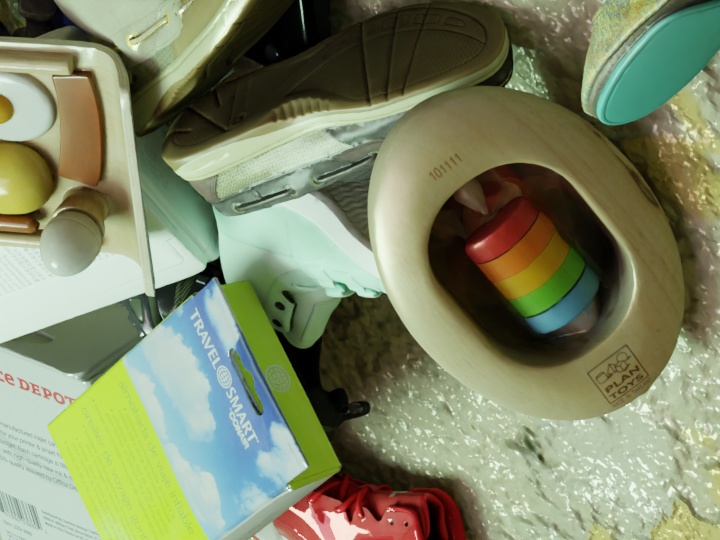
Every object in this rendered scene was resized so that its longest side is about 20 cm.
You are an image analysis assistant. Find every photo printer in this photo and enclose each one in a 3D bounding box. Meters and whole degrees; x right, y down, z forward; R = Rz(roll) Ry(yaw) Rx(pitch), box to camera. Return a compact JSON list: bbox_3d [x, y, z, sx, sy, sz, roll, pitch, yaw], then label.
[{"bbox_3d":[-0.200,-0.040,1.478,0.200,0.070,0.166,-19,129,27],"label":"photo printer"}]

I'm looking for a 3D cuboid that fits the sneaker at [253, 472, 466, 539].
[{"bbox_3d":[-0.007,0.131,1.550,0.200,0.078,0.116,48,129,1],"label":"sneaker"}]

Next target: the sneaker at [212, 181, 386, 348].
[{"bbox_3d":[0.000,0.000,1.412,0.200,0.074,0.118,29,138,34],"label":"sneaker"}]

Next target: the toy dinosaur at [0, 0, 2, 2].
[{"bbox_3d":[-0.260,-0.227,1.485,0.101,0.058,0.200,30,166,38],"label":"toy dinosaur"}]

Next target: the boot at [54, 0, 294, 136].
[{"bbox_3d":[-0.111,-0.170,1.321,0.155,0.072,0.200,52,147,1],"label":"boot"}]

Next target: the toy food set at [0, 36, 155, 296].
[{"bbox_3d":[-0.210,-0.051,1.377,0.200,0.060,0.144,4,133,9],"label":"toy food set"}]

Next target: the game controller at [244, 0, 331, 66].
[{"bbox_3d":[-0.064,-0.196,1.341,0.104,0.042,0.200,20,133,36],"label":"game controller"}]

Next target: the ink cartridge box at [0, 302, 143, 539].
[{"bbox_3d":[-0.177,0.113,1.687,0.146,0.084,0.200,18,132,38],"label":"ink cartridge box"}]

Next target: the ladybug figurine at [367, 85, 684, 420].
[{"bbox_3d":[0.079,-0.011,1.281,0.200,0.136,0.072,52,-176,-25],"label":"ladybug figurine"}]

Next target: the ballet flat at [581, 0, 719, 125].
[{"bbox_3d":[0.148,-0.141,1.149,0.071,0.071,0.200,47,144,7],"label":"ballet flat"}]

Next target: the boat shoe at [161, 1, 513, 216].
[{"bbox_3d":[-0.005,-0.080,1.332,0.200,0.073,0.065,-15,132,28],"label":"boat shoe"}]

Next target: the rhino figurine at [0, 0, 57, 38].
[{"bbox_3d":[-0.259,-0.137,1.495,0.200,0.060,0.087,17,149,-5],"label":"rhino figurine"}]

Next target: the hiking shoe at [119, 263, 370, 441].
[{"bbox_3d":[-0.068,0.029,1.522,0.101,0.076,0.200,-40,69,18],"label":"hiking shoe"}]

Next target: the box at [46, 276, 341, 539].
[{"bbox_3d":[-0.091,0.094,1.454,0.200,0.048,0.122,-40,73,46],"label":"box"}]

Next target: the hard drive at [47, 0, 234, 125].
[{"bbox_3d":[-0.157,-0.172,1.458,0.200,0.025,0.132,55,155,-4],"label":"hard drive"}]
